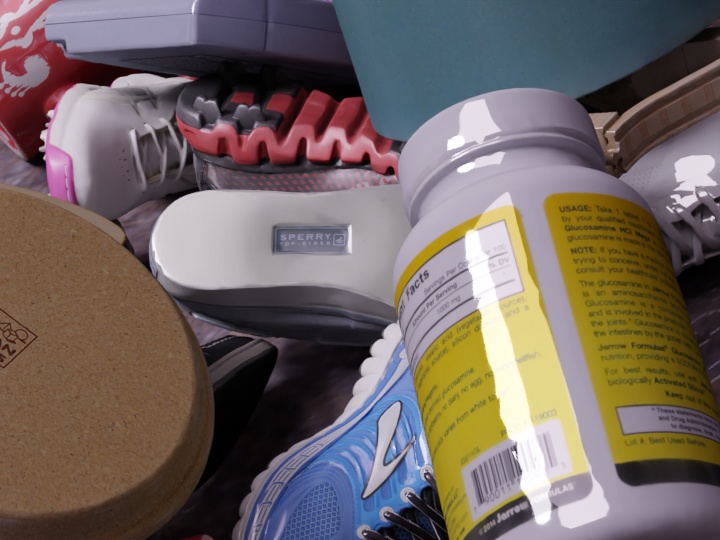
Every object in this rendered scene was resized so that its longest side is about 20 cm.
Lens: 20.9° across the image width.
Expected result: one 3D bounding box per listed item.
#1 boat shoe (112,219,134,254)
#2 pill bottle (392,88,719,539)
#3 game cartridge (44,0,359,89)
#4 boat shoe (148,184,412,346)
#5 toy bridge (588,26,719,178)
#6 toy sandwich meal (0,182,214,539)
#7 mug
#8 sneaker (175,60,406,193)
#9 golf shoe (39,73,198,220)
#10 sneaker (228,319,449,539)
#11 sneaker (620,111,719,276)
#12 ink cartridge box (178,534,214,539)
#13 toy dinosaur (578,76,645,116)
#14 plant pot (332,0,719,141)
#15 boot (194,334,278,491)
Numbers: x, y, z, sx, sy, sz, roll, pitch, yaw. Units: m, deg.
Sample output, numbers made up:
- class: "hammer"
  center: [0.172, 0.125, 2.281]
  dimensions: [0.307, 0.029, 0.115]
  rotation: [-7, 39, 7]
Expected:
- class: "boat shoe"
  center: [-0.160, 0.032, 1.033]
  dimensions: [0.068, 0.075, 0.201]
  rotation: [-28, 33, 13]
- class: "pill bottle"
  center: [0.075, 0.034, 0.759]
  dimensions: [0.111, 0.112, 0.202]
  rotation: [-21, 59, 14]
- class: "game cartridge"
  center: [-0.058, -0.127, 1.078]
  dimensions: [0.132, 0.199, 0.041]
  rotation: [6, 93, 38]
- class: "boat shoe"
  center: [-0.001, 0.001, 0.941]
  dimensions: [0.198, 0.072, 0.071]
  rotation: [5, 69, 4]
- class: "toy bridge"
  center: [0.154, -0.096, 0.888]
  dimensions: [0.067, 0.027, 0.200]
  rotation: [-2, 30, 36]
- class: "toy sandwich meal"
  center: [-0.152, 0.043, 0.766]
  dimensions: [0.206, 0.203, 0.071]
  rotation: [-77, 14, -47]
- class: "mug"
  center: [-0.168, -0.170, 1.251]
  dimensions: [0.200, 0.134, 0.177]
  rotation: [-41, 33, -9]
- class: "sneaker"
  center: [0.001, -0.045, 1.014]
  dimensions: [0.198, 0.099, 0.071]
  rotation: [10, 33, 14]
- class: "golf shoe"
  center: [-0.114, -0.075, 1.094]
  dimensions: [0.090, 0.076, 0.200]
  rotation: [-3, 17, 15]
- class: "sneaker"
  center: [0.018, 0.094, 0.816]
  dimensions: [0.089, 0.079, 0.201]
  rotation: [2, 45, 42]
- class: "sneaker"
  center: [0.156, -0.029, 0.870]
  dimensions: [0.200, 0.074, 0.115]
  rotation: [-41, 32, -17]
- class: "ink cartridge box"
  center: [-0.140, 0.205, 0.787]
  dimensions: [0.198, 0.086, 0.148]
  rotation: [-17, 36, 20]
- class: "toy dinosaur"
  center: [0.133, -0.092, 1.000]
  dimensions: [0.198, 0.059, 0.101]
  rotation: [0, 29, 27]
- class: "plant pot"
  center: [0.064, -0.180, 0.920]
  dimensions: [0.199, 0.162, 0.201]
  rotation: [-23, 18, 8]
- class: "boot"
  center: [-0.137, 0.044, 0.890]
  dimensions: [0.153, 0.074, 0.203]
  rotation: [30, 25, 14]
